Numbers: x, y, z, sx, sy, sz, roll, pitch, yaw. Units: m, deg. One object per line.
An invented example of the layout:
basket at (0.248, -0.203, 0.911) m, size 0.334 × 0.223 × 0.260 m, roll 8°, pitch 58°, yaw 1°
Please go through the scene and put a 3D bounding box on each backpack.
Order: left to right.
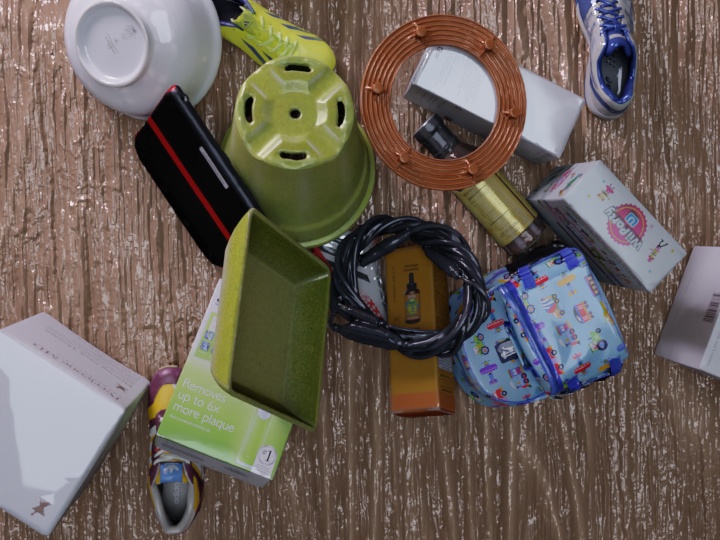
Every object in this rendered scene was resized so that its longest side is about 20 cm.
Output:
backpack at (0.202, 0.078, 1.242) m, size 0.198 × 0.135 × 0.185 m, roll -22°, pitch 93°, yaw 1°

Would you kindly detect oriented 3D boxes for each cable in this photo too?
cable at (0.062, 0.018, 1.190) m, size 0.197 × 0.051 × 0.165 m, roll 10°, pitch 73°, yaw 20°

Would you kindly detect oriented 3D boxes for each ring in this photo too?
ring at (0.097, -0.193, 1.158) m, size 0.197 × 0.019 × 0.204 m, roll 0°, pitch 88°, yaw -10°

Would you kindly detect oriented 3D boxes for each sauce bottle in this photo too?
sauce bottle at (0.146, -0.109, 1.263) m, size 0.065 × 0.065 × 0.200 m, roll -41°, pitch 93°, yaw -1°

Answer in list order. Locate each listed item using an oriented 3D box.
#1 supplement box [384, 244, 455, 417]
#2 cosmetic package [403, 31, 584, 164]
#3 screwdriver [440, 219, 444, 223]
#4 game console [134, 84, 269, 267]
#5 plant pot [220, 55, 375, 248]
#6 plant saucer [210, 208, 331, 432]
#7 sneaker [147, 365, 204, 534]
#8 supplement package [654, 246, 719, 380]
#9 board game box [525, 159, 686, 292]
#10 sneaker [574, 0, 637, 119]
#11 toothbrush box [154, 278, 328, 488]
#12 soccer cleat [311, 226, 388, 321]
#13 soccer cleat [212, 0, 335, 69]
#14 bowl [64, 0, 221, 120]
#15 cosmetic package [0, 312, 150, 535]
supplement box at (0.073, 0.074, 1.230) m, size 0.066 × 0.069 × 0.203 m, roll -8°, pitch 76°, yaw 24°
cosmetic package at (0.160, -0.210, 1.236) m, size 0.198 × 0.113 × 0.082 m, roll 27°, pitch 89°, yaw -2°
screwdriver at (0.078, 0.033, 1.283) m, size 0.029 × 0.028 × 0.203 m, roll 8°, pitch 94°, yaw -32°
game console at (-0.187, -0.104, 1.192) m, size 0.031 × 0.176 × 0.201 m, roll -37°, pitch 95°, yaw -31°
plant pot at (-0.075, -0.146, 1.161) m, size 0.197 × 0.184 × 0.204 m, roll 1°, pitch 75°, yaw -2°
plant saucer at (-0.103, 0.061, 1.124) m, size 0.047 × 0.200 × 0.203 m, roll -4°, pitch 69°, yaw 24°
sneaker at (-0.225, 0.220, 1.241) m, size 0.074 × 0.090 × 0.203 m, roll -6°, pitch 93°, yaw -3°
supplement package at (0.503, 0.076, 1.250) m, size 0.198 × 0.151 × 0.154 m, roll 21°, pitch 91°, yaw -4°
board game box at (0.284, -0.053, 1.205) m, size 0.064 × 0.200 × 0.148 m, roll -44°, pitch 95°, yaw 1°
sneaker at (0.315, -0.292, 1.253) m, size 0.074 × 0.088 × 0.203 m, roll -7°, pitch 92°, yaw -1°
toothbrush box at (-0.142, 0.136, 1.211) m, size 0.144 × 0.086 × 0.202 m, roll 23°, pitch 67°, yaw -6°
soccer cleat at (0.000, 0.000, 1.258) m, size 0.085 × 0.069 × 0.201 m, roll -37°, pitch 90°, yaw 3°
soccer cleat at (-0.122, -0.289, 1.227) m, size 0.198 × 0.084 × 0.065 m, roll 28°, pitch 90°, yaw -5°
bowl at (-0.269, -0.268, 1.181) m, size 0.198 × 0.090 × 0.204 m, roll 5°, pitch 109°, yaw 15°
cosmetic package at (-0.366, 0.170, 1.175) m, size 0.166 × 0.200 × 0.167 m, roll 33°, pitch 90°, yaw -5°
